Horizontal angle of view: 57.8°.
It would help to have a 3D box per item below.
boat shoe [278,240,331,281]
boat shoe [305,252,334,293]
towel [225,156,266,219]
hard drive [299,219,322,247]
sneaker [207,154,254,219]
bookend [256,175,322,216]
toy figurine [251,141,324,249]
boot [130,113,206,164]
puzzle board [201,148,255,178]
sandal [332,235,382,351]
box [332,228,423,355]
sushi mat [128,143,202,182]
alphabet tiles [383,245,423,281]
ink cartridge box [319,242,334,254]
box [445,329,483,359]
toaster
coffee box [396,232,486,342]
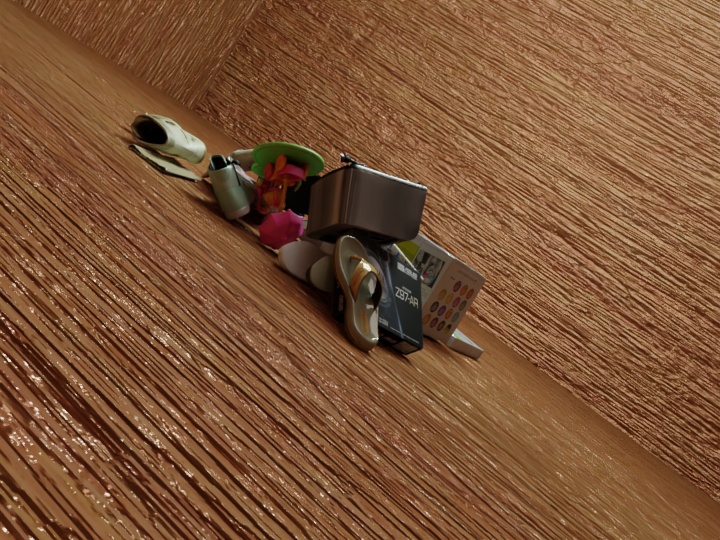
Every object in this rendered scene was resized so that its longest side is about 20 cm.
[{"bbox_3d":[-0.089,-0.010,1.245,0.067,0.073,0.198,-6,-9,42],"label":"boat shoe"},{"bbox_3d":[-0.035,-0.004,1.208,0.062,0.073,0.198,4,14,40],"label":"boat shoe"},{"bbox_3d":[-0.257,-0.181,1.498,0.146,0.030,0.200,37,-15,-5],"label":"towel"},{"bbox_3d":[-0.055,-0.049,1.471,0.130,0.026,0.200,2,-31,39],"label":"hard drive"},{"bbox_3d":[-0.266,-0.186,1.329,0.201,0.073,0.120,-126,-162,-68],"label":"sneaker"},{"bbox_3d":[-0.120,-0.174,1.580,0.197,0.094,0.199,20,1,34],"label":"bookend"},{"bbox_3d":[-0.170,-0.133,1.312,0.148,0.188,0.199,17,-16,-33],"label":"toy figurine"},{"bbox_3d":[-0.453,-0.305,1.427,0.198,0.073,0.154,29,7,18],"label":"boot"},{"bbox_3d":[-0.270,-0.259,1.530,0.149,0.018,0.199,-16,2,-35],"label":"puzzle board"},{"bbox_3d":[0.005,0.029,1.049,0.080,0.054,0.203,20,49,-38],"label":"sandal"},{"bbox_3d":[0.034,0.042,1.167,0.199,0.043,0.163,32,48,-38],"label":"box"},{"bbox_3d":[-0.406,-0.224,1.375,0.095,0.012,0.200,37,6,4],"label":"sushi mat"},{"bbox_3d":[0.056,-0.003,1.498,0.007,0.168,0.201,-24,64,-32],"label":"alphabet tiles"},{"bbox_3d":[0.000,0.000,1.396,0.199,0.117,0.068,31,7,-35],"label":"ink cartridge box"},{"bbox_3d":[0.248,0.178,1.817,0.144,0.037,0.199,40,6,36],"label":"box"},{"bbox_3d":[0.001,-0.116,1.223,0.197,0.121,0.180,13,-13,-28],"label":"toaster"},{"bbox_3d":[0.156,0.032,1.633,0.199,0.199,0.199,37,7,37],"label":"coffee box"}]
